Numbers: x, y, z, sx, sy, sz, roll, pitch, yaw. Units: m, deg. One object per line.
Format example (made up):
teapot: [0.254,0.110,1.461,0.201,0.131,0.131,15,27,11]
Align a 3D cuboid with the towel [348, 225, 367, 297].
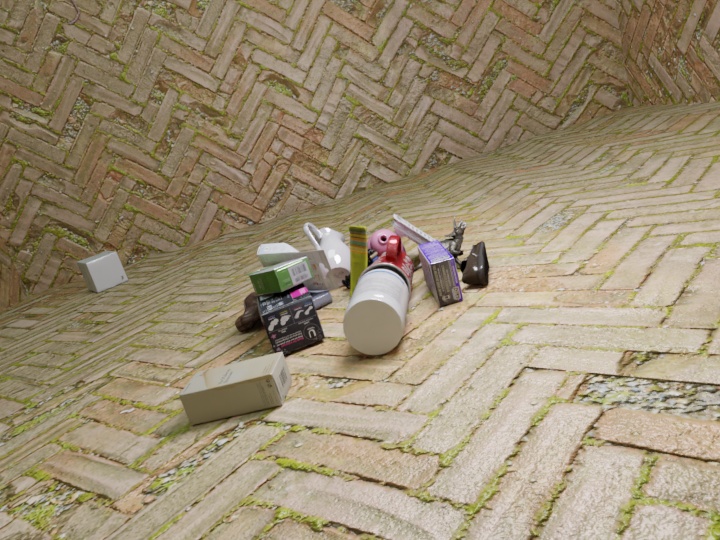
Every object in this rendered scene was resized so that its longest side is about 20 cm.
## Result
towel: [-0.006,-0.021,1.566,0.018,0.202,0.086,-4,7,-28]

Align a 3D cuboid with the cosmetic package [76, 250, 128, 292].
cosmetic package: [-1.352,0.003,3.002,0.167,0.168,0.199,-28,19,-34]

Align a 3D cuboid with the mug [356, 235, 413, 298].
mug: [0.088,0.005,1.463,0.178,0.133,0.200,-53,0,18]

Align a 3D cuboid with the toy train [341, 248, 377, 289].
toy train: [0.000,0.000,1.625,0.034,0.046,0.200,-37,-8,-36]

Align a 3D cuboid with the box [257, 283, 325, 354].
box: [-0.177,0.116,1.425,0.131,0.116,0.200,-21,13,-9]

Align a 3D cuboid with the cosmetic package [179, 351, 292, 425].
cosmetic package: [-0.248,0.238,1.160,0.198,0.074,0.104,-14,16,8]

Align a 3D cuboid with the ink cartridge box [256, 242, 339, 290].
ink cartridge box: [-0.171,-0.010,1.612,0.198,0.161,0.048,-4,46,16]

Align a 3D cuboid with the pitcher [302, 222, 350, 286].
pitcher: [-0.103,-0.055,1.775,0.121,0.171,0.201,-45,36,24]

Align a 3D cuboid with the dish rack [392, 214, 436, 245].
dish rack: [0.173,-0.096,1.703,0.044,0.199,0.172,-59,1,9]

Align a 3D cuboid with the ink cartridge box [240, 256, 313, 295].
ink cartridge box: [-0.218,0.018,1.485,0.103,0.060,0.199,-24,8,-35]

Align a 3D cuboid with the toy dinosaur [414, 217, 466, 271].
toy dinosaur: [0.226,-0.048,1.584,0.199,0.077,0.103,-35,48,4]

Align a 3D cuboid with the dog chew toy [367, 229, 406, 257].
dog chew toy: [0.070,-0.058,1.644,0.124,0.125,0.200,-17,-18,-1]

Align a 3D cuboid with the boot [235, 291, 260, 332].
boot: [-0.248,0.083,1.632,0.199,0.064,0.187,-29,25,22]

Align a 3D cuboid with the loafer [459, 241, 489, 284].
loafer: [0.288,-0.021,1.468,0.071,0.074,0.200,-10,17,17]

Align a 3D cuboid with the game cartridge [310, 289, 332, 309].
game cartridge: [-0.170,0.085,1.676,0.133,0.041,0.199,-29,19,-26]

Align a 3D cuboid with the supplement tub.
supplement tub: [0.038,0.086,1.263,0.131,0.133,0.200,-14,15,13]

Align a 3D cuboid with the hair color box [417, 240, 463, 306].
hair color box: [0.195,0.002,1.426,0.064,0.110,0.200,-15,16,2]
